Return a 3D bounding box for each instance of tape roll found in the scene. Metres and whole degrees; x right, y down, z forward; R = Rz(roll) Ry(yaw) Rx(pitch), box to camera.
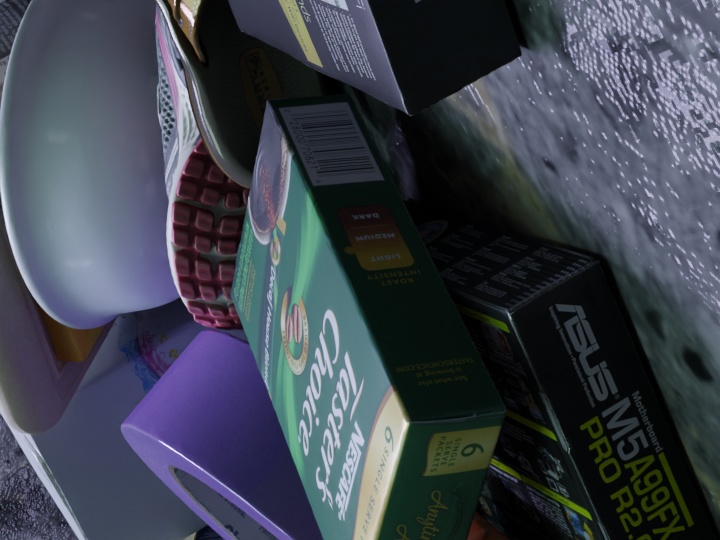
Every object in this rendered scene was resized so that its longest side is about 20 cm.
[{"bbox_3d":[-0.024,0.118,0.889,0.200,0.066,0.200,37,164,12],"label":"tape roll"}]

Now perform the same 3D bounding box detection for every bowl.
[{"bbox_3d":[-0.107,-0.065,0.952,0.090,0.201,0.201,3,137,18],"label":"bowl"}]

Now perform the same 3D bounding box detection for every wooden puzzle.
[{"bbox_3d":[-0.158,-0.037,0.989,0.037,0.200,0.185,6,131,21],"label":"wooden puzzle"}]

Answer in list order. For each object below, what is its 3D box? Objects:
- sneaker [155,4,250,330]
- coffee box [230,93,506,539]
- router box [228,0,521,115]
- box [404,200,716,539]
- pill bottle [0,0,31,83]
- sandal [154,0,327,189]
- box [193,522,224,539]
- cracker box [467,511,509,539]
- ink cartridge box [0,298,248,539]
[{"bbox_3d":[-0.059,-0.070,0.858,0.075,0.080,0.200,-140,48,-70],"label":"sneaker"},{"bbox_3d":[-0.004,0.032,0.742,0.200,0.044,0.123,-114,28,-42],"label":"coffee box"},{"bbox_3d":[-0.028,-0.169,0.639,0.157,0.052,0.200,36,152,57],"label":"router box"},{"bbox_3d":[0.068,0.059,0.766,0.160,0.044,0.200,66,165,-16],"label":"box"},{"bbox_3d":[-0.208,-0.104,1.084,0.116,0.200,0.116,55,165,23],"label":"pill bottle"},{"bbox_3d":[-0.060,-0.120,0.766,0.055,0.082,0.200,39,150,62],"label":"sandal"},{"bbox_3d":[-0.062,0.164,1.164,0.200,0.064,0.070,-74,-20,-63],"label":"box"},{"bbox_3d":[0.098,0.192,0.777,0.200,0.058,0.134,48,172,-35],"label":"cracker box"},{"bbox_3d":[-0.125,0.065,1.123,0.145,0.200,0.145,42,156,53],"label":"ink cartridge box"}]
